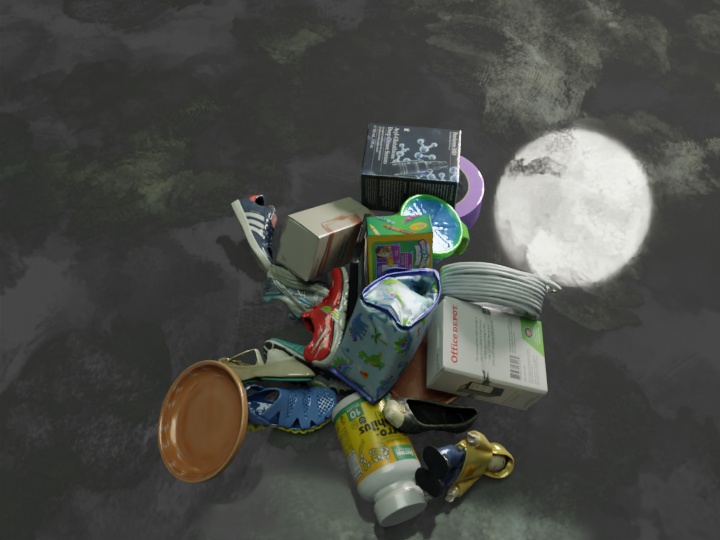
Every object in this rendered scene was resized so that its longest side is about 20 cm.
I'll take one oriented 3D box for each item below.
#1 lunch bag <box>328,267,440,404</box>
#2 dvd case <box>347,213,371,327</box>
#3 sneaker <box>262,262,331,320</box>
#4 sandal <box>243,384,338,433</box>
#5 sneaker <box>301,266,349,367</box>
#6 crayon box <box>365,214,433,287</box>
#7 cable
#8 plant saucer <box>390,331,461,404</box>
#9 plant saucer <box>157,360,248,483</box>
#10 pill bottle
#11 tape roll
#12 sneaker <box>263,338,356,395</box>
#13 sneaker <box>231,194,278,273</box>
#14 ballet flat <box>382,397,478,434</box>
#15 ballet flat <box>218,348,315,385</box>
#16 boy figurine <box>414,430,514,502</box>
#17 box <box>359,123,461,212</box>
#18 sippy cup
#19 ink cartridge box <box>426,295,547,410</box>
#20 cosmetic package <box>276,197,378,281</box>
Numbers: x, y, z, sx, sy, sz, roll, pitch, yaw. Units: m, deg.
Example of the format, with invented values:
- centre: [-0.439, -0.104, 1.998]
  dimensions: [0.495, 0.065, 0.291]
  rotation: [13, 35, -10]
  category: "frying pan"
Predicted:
- centre: [0.055, 0.094, 1.167]
  dimensions: [0.127, 0.172, 0.199]
  rotation: [35, 33, 19]
  category: "lunch bag"
- centre: [0.000, 0.000, 1.289]
  dimensions: [0.017, 0.145, 0.201]
  rotation: [6, 30, 6]
  category: "dvd case"
- centre: [-0.098, 0.061, 1.346]
  dimensions: [0.197, 0.078, 0.087]
  rotation: [25, 96, 0]
  category: "sneaker"
- centre: [-0.136, 0.236, 1.204]
  dimensions: [0.196, 0.088, 0.080]
  rotation: [-6, 52, -6]
  category: "sandal"
- centre: [-0.063, 0.075, 1.241]
  dimensions: [0.083, 0.078, 0.203]
  rotation: [7, 55, 2]
  category: "sneaker"
- centre: [0.071, -0.002, 1.264]
  dimensions: [0.116, 0.203, 0.059]
  rotation: [-3, 37, -1]
  category: "crayon box"
- centre: [0.241, 0.039, 1.275]
  dimensions: [0.198, 0.199, 0.070]
  rotation: [18, 78, -34]
  category: "cable"
- centre: [0.111, 0.168, 1.280]
  dimensions: [0.196, 0.033, 0.203]
  rotation: [0, 56, 0]
  category: "plant saucer"
- centre: [-0.263, 0.256, 1.172]
  dimensions: [0.197, 0.037, 0.204]
  rotation: [-13, 65, 30]
  category: "plant saucer"
- centre: [0.033, 0.306, 1.135]
  dimensions: [0.111, 0.114, 0.202]
  rotation: [-17, 56, -11]
  category: "pill bottle"
- centre: [0.165, -0.166, 1.494]
  dimensions: [0.196, 0.066, 0.203]
  rotation: [-1, 55, 1]
  category: "tape roll"
- centre: [-0.084, 0.169, 1.271]
  dimensions: [0.197, 0.078, 0.080]
  rotation: [18, 38, 7]
  category: "sneaker"
- centre: [-0.201, -0.085, 1.436]
  dimensions: [0.083, 0.075, 0.201]
  rotation: [-23, 57, -9]
  category: "sneaker"
- centre: [0.116, 0.237, 1.156]
  dimensions: [0.198, 0.057, 0.067]
  rotation: [12, 43, -38]
  category: "ballet flat"
- centre: [-0.171, 0.170, 1.222]
  dimensions: [0.197, 0.070, 0.070]
  rotation: [-9, 51, 23]
  category: "ballet flat"
- centre: [0.173, 0.318, 1.117]
  dimensions: [0.198, 0.126, 0.064]
  rotation: [9, 16, -44]
  category: "boy figurine"
- centre: [0.103, -0.206, 1.419]
  dimensions: [0.196, 0.108, 0.150]
  rotation: [5, 54, 4]
  category: "box"
- centre: [0.116, -0.058, 1.367]
  dimensions: [0.177, 0.131, 0.140]
  rotation: [35, 54, 1]
  category: "sippy cup"
- centre: [0.221, 0.147, 1.226]
  dimensions: [0.197, 0.084, 0.147]
  rotation: [15, 54, -12]
  category: "ink cartridge box"
- centre: [-0.062, -0.065, 1.354]
  dimensions: [0.087, 0.105, 0.199]
  rotation: [33, 33, 24]
  category: "cosmetic package"
